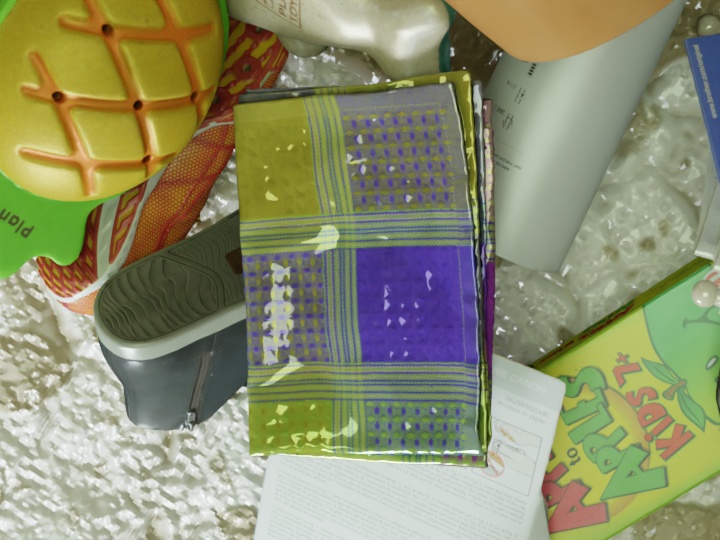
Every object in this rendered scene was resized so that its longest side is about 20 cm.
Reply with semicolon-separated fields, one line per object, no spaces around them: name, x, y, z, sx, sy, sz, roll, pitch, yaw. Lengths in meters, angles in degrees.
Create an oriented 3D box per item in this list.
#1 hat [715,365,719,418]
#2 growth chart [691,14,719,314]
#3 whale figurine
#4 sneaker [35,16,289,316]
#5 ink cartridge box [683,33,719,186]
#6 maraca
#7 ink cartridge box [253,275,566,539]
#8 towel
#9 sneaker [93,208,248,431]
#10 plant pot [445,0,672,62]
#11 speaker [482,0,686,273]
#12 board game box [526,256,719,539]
hat;0.287;0.068;0.962;0.199;0.081;0.202;-2;100;-15
growth chart;0.240;-0.045;0.962;0.144;0.018;0.201;7;58;5
whale figurine;-0.015;-0.176;0.979;0.200;0.160;0.104;38;63;23
sneaker;-0.110;-0.063;1.059;0.073;0.077;0.200;38;89;22
ink cartridge box;0.269;-0.072;0.945;0.198;0.042;0.120;-4;58;-5
maraca;-0.148;-0.087;0.972;0.137;0.107;0.200;34;95;-38
ink cartridge box;0.030;0.111;1.026;0.162;0.057;0.201;21;115;20
towel;0.000;0.000;0.961;0.143;0.023;0.202;1;95;23
sneaker;-0.052;0.018;1.062;0.199;0.106;0.075;-19;58;-11
plant pot;0.087;-0.193;0.860;0.200;0.200;0.140;-34;114;14
speaker;0.111;-0.102;1.000;0.081;0.081;0.201;25;102;5
board game box;0.153;0.077;1.039;0.199;0.048;0.102;-33;93;13
